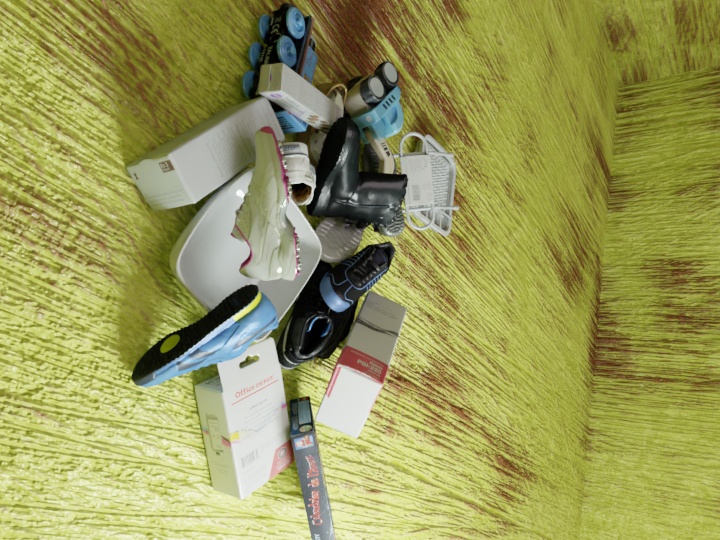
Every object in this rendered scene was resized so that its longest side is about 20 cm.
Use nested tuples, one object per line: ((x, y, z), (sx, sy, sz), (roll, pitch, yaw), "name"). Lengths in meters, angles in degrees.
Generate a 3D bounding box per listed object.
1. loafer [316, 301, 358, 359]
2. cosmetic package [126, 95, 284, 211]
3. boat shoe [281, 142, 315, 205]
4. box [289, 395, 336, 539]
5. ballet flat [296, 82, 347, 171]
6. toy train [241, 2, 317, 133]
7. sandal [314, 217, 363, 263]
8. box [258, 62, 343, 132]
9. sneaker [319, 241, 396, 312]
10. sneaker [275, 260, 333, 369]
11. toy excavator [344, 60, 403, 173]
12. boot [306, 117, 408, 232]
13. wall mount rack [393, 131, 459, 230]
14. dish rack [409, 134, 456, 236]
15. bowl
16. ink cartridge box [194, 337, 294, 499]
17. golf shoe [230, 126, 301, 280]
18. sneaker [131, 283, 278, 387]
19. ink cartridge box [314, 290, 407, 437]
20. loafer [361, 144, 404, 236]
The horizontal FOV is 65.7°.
((-0.032, 0.075, 1.015), (0.063, 0.071, 0.203), (52, 47, -44), "loafer")
((-0.204, -0.162, 0.763), (0.200, 0.100, 0.075), (-50, 125, -40), "cosmetic package")
((-0.100, -0.134, 0.860), (0.200, 0.069, 0.071), (137, -54, -82), "boat shoe")
((-0.078, 0.325, 0.898), (0.137, 0.037, 0.204), (-132, -148, -77), "box")
((-0.069, -0.247, 0.980), (0.068, 0.062, 0.204), (31, 65, -48), "ballet flat")
((-0.122, -0.325, 0.900), (0.114, 0.085, 0.204), (38, 58, -56), "toy train")
((-0.035, -0.070, 1.025), (0.082, 0.050, 0.203), (41, 41, -5), "sandal")
((-0.084, -0.256, 0.847), (0.199, 0.038, 0.042), (6, 88, -67), "box")
((0.000, 0.000, 0.943), (0.070, 0.078, 0.200), (50, 29, -3), "sneaker")
((-0.068, 0.065, 0.915), (0.072, 0.111, 0.203), (31, 62, -21), "sneaker")
((0.034, -0.261, 1.062), (0.201, 0.099, 0.195), (55, 47, -23), "toy excavator")
((0.007, -0.156, 0.946), (0.160, 0.200, 0.074), (5, 42, -25), "boot")
((0.138, -0.189, 1.189), (0.170, 0.074, 0.204), (-6, 92, -13), "wall mount rack")
((0.165, -0.196, 1.312), (0.171, 0.043, 0.204), (26, 69, -49), "dish rack")
((-0.170, -0.024, 0.805), (0.201, 0.074, 0.201), (-57, 132, -22), "bowl")
((-0.171, 0.208, 0.821), (0.116, 0.067, 0.204), (-19, 105, -52), "ink cartridge box")
((-0.130, -0.084, 0.730), (0.075, 0.090, 0.204), (-147, -130, -83), "golf shoe")
((-0.196, 0.102, 0.727), (0.198, 0.066, 0.079), (-33, 125, -9), "sneaker")
((0.004, 0.156, 0.958), (0.201, 0.083, 0.147), (-67, 179, -54), "ink cartridge box")
((0.035, -0.161, 1.125), (0.074, 0.069, 0.204), (-4, 81, -26), "loafer")
